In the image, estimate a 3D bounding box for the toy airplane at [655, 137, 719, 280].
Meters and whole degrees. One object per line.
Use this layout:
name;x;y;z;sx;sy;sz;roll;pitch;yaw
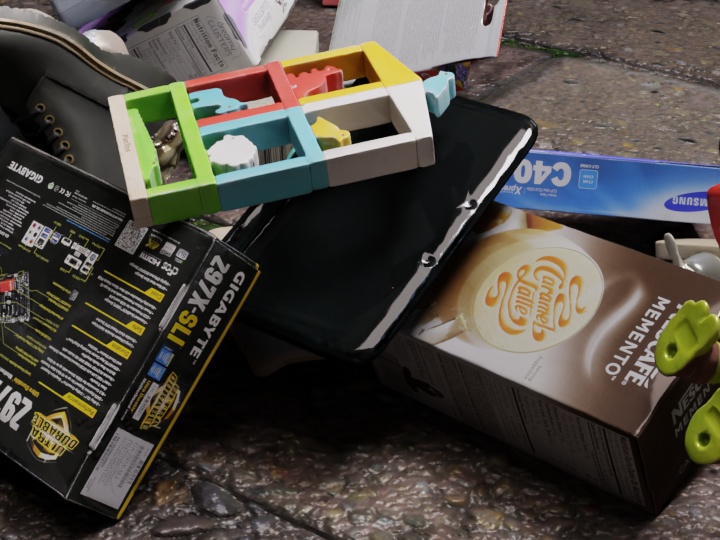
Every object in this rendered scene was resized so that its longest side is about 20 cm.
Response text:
toy airplane;0.297;-0.002;0.893;0.198;0.142;0.200;12;-7;1

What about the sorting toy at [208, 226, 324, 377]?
sorting toy;0.000;0.000;0.963;0.199;0.037;0.185;-10;30;-17

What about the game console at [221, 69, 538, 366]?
game console;-0.008;-0.018;0.865;0.116;0.176;0.200;37;64;3

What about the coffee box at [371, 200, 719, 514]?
coffee box;0.109;0.040;0.810;0.200;0.080;0.114;22;60;36

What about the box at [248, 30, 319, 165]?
box;-0.077;-0.140;1.189;0.082;0.069;0.200;0;28;2

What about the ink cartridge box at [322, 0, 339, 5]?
ink cartridge box;-0.004;-0.401;1.531;0.067;0.201;0.117;3;29;6

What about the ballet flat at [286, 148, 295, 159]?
ballet flat;0.011;-0.102;1.121;0.073;0.073;0.200;13;29;23

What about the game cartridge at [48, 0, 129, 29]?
game cartridge;-0.184;-0.242;1.144;0.133;0.041;0.200;-23;15;9

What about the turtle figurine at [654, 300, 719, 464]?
turtle figurine;0.226;0.064;0.727;0.161;0.064;0.201;15;60;-31

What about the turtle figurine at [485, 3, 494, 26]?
turtle figurine;0.053;-0.267;1.327;0.143;0.201;0.194;-11;36;11

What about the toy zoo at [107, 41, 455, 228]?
toy zoo;-0.041;-0.085;0.810;0.199;0.021;0.131;-13;35;-9

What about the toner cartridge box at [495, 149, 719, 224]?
toner cartridge box;0.162;-0.063;1.016;0.199;0.043;0.095;4;7;-7

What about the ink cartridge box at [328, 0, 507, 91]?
ink cartridge box;0.060;-0.208;1.204;0.199;0.109;0.050;-2;-19;44

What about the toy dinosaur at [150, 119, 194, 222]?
toy dinosaur;-0.141;-0.006;0.934;0.088;0.048;0.201;19;60;8

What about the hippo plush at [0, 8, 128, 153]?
hippo plush;-0.266;-0.098;1.081;0.161;0.159;0.201;8;67;52

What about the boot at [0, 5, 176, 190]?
boot;-0.215;-0.091;0.954;0.199;0.139;0.077;15;-17;-37

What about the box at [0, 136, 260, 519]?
box;-0.173;0.025;0.807;0.200;0.160;0.049;24;-7;38

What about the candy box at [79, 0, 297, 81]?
candy box;-0.164;-0.199;1.200;0.199;0.072;0.168;-21;24;24
